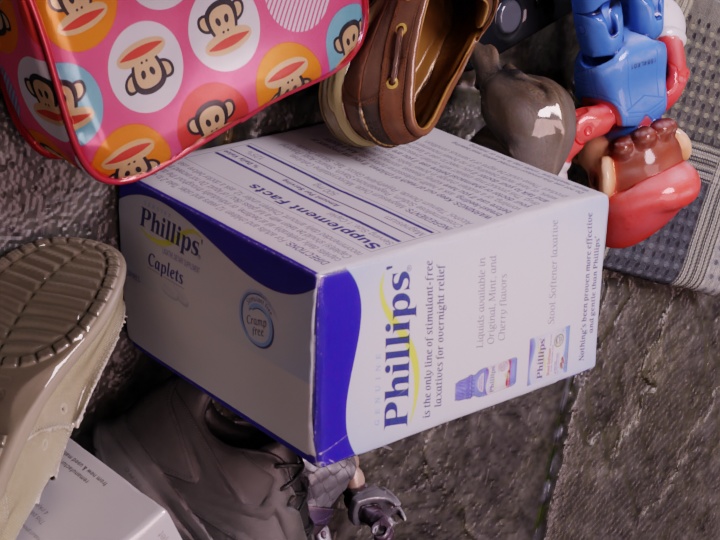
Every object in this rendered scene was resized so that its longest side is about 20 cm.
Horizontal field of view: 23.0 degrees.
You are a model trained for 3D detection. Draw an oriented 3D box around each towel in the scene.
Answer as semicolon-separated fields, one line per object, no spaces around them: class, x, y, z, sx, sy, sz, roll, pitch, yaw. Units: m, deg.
towel;0.215;-0.092;1.215;0.191;0.034;0.202;12;100;-40

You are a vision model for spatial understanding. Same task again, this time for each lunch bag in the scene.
lunch bag;-0.095;-0.157;0.881;0.199;0.082;0.178;-30;123;-28

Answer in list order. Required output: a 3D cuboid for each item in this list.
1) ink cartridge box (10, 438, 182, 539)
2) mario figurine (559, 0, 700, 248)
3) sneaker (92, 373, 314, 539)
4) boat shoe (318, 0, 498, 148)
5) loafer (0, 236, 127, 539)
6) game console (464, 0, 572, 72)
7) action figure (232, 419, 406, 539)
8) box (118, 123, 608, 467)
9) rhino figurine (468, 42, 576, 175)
ink cartridge box;-0.184;0.205;0.897;0.200;0.144;0.148;-39;128;-22
mario figurine;0.148;-0.111;1.103;0.122;0.106;0.202;-7;110;4
sneaker;-0.056;0.140;0.972;0.091;0.076;0.200;-40;101;3
boat shoe;0.050;-0.155;0.970;0.072;0.067;0.201;36;74;-41
loafer;-0.174;0.065;0.880;0.069;0.075;0.201;91;20;-48
game console;0.088;-0.234;1.046;0.176;0.031;0.202;-30;124;-29
action figure;-0.036;0.160;1.063;0.129;0.069;0.202;14;92;-31
box;0.000;0.000;0.954;0.199;0.183;0.106;-15;117;-36
rhino figurine;0.076;-0.037;1.060;0.059;0.087;0.201;-17;132;-38
